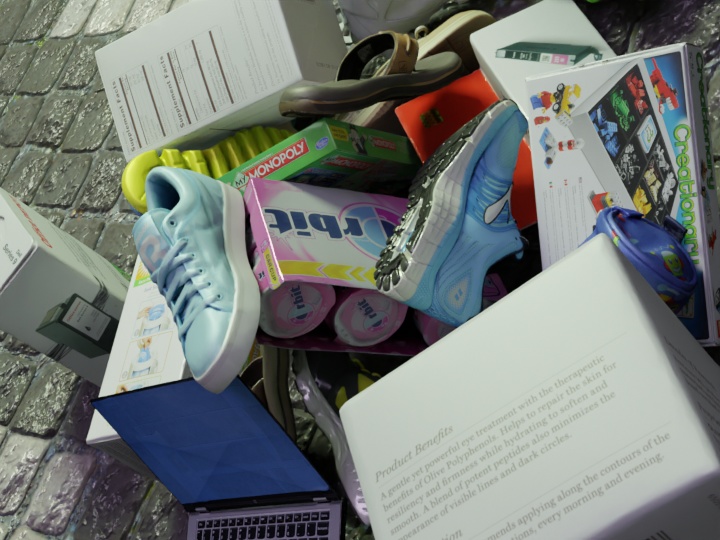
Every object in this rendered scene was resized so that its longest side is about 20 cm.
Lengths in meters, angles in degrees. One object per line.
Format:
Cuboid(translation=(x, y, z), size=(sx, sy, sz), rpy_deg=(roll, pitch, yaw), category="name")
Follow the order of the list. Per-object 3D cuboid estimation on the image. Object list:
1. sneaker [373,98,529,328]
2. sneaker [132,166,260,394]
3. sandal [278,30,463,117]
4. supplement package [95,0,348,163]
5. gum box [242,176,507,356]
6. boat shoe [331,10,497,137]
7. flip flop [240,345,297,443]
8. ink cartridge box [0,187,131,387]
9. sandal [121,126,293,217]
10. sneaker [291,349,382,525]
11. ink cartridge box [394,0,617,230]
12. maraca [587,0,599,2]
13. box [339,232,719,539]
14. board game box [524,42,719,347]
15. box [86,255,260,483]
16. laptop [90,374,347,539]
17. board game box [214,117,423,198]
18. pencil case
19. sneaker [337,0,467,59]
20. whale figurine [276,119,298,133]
Cuboid(translation=(0.082, -0.038, 0.915), size=(0.078, 0.090, 0.201), rpy_deg=(-33, 24, 54), category="sneaker")
Cuboid(translation=(-0.123, 0.002, 0.871), size=(0.074, 0.081, 0.201), rpy_deg=(-54, 31, 27), category="sneaker")
Cuboid(translation=(0.010, -0.158, 0.984), size=(0.081, 0.199, 0.055), rpy_deg=(-1, 103, 45), category="sandal")
Cuboid(translation=(-0.122, -0.181, 1.139), size=(0.198, 0.113, 0.111), rpy_deg=(-20, 84, 26), category="supplement package")
Cuboid(translation=(0.000, 0.000, 0.943), size=(0.067, 0.197, 0.114), rpy_deg=(-65, 31, 35), category="gum box")
Cuboid(translation=(0.038, -0.164, 1.121), size=(0.200, 0.073, 0.063), rpy_deg=(-41, 46, 12), category="boat shoe")
Cuboid(translation=(-0.082, 0.102, 0.984), size=(0.057, 0.203, 0.081), rpy_deg=(-3, 15, -10), category="flip flop")
Cuboid(translation=(-0.275, 0.023, 1.162), size=(0.084, 0.200, 0.146), rpy_deg=(-50, 42, 0), category="ink cartridge box")
Cuboid(translation=(-0.123, -0.076, 1.144), size=(0.087, 0.197, 0.080), rpy_deg=(121, 138, -59), category="sandal")
Cuboid(translation=(0.014, 0.112, 0.959), size=(0.084, 0.074, 0.201), rpy_deg=(-34, 53, 8), category="sneaker")
Cuboid(translation=(0.128, -0.124, 1.004), size=(0.172, 0.044, 0.201), rpy_deg=(-24, 45, 0), category="ink cartridge box")
Cuboid(translation=(0.191, -0.292, 1.057), size=(0.137, 0.107, 0.200), rpy_deg=(-41, 48, -3), category="maraca")
Cuboid(translation=(0.131, 0.131, 0.741), size=(0.198, 0.200, 0.173), rpy_deg=(-35, 46, 17), category="box")
Cuboid(translation=(0.184, -0.045, 0.873), size=(0.125, 0.034, 0.203), rpy_deg=(-6, 88, 37), category="board game box")
Cuboid(translation=(-0.140, 0.071, 1.079), size=(0.100, 0.112, 0.202), rpy_deg=(-14, 53, 35), category="box")
Cuboid(translation=(-0.113, 0.193, 0.919), size=(0.186, 0.115, 0.203), rpy_deg=(-15, 66, 45), category="laptop")
Cuboid(translation=(-0.033, -0.073, 1.036), size=(0.134, 0.199, 0.029), rpy_deg=(-28, 78, 23), category="board game box")
Cuboid(translation=(0.136, 0.042, 0.841), size=(0.200, 0.077, 0.087), rpy_deg=(-50, 50, 28), category="pencil case")
Cuboid(translation=(0.066, -0.263, 1.171), size=(0.197, 0.116, 0.076), rpy_deg=(-7, 49, -5), category="sneaker")
Cuboid(translation=(-0.097, -0.180, 1.249), size=(0.158, 0.103, 0.202), rpy_deg=(-29, 71, 22), category="whale figurine")
